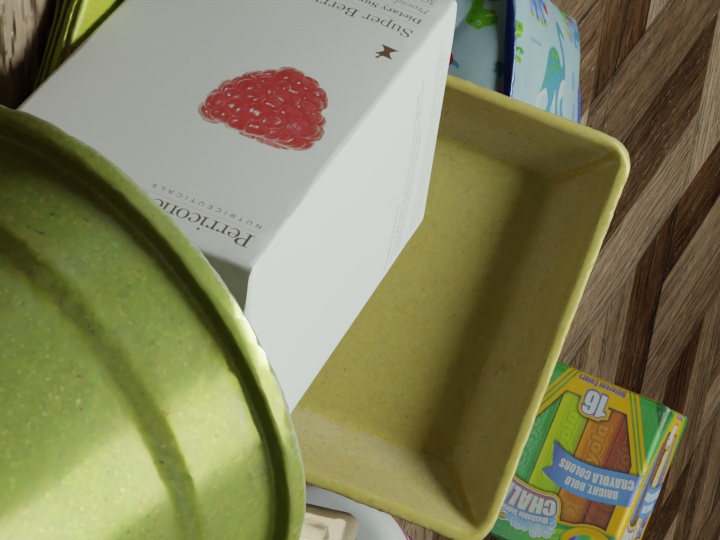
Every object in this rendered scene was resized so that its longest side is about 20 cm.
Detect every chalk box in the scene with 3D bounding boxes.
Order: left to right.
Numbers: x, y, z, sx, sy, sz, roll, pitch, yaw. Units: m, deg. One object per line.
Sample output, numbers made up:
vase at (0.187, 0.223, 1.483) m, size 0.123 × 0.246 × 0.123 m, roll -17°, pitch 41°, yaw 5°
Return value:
chalk box at (0.179, 0.191, 1.792) m, size 0.201 × 0.124 × 0.124 m, roll -69°, pitch 162°, yaw -3°

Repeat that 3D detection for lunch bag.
lunch bag at (0.047, -0.048, 1.111) m, size 0.170 × 0.127 × 0.201 m, roll 9°, pitch 79°, yaw -71°

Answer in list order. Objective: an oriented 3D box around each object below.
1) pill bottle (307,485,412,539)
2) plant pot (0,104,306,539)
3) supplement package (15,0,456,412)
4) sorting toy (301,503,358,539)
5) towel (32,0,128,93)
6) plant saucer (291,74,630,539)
pill bottle at (-0.007, 0.206, 1.305) m, size 0.113 × 0.112 × 0.200 m, roll -64°, pitch 161°, yaw -12°
plant pot at (-0.150, 0.077, 0.680) m, size 0.184 × 0.200 × 0.201 m, roll -39°, pitch 148°, yaw -36°
supplement package at (-0.057, -0.031, 0.844) m, size 0.200 × 0.121 × 0.120 m, roll -56°, pitch 161°, yaw -47°
sorting toy at (-0.098, 0.186, 0.976) m, size 0.199 × 0.036 × 0.186 m, roll 16°, pitch 90°, yaw -35°
towel at (-0.130, -0.021, 0.865) m, size 0.086 × 0.018 × 0.201 m, roll -4°, pitch 114°, yaw -76°
plant saucer at (0.000, 0.000, 0.998) m, size 0.048 × 0.199 × 0.201 m, roll -90°, pitch -159°, yaw -87°
